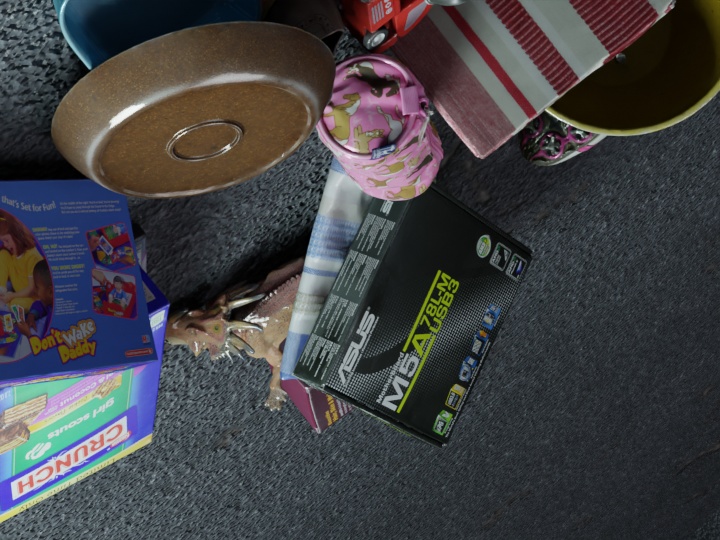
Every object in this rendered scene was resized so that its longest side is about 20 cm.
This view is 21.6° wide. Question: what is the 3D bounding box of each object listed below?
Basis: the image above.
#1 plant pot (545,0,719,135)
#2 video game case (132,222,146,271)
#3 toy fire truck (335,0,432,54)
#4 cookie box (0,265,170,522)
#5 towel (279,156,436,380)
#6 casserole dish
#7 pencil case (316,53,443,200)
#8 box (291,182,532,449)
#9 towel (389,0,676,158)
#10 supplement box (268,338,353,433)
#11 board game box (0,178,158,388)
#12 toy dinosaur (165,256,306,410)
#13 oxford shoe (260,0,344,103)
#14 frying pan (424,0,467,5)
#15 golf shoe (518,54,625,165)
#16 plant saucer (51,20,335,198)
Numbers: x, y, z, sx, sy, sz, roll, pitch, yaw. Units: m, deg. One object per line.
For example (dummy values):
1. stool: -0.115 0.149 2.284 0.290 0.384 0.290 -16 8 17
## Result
1. plant pot: 0.206 -0.203 1.520 0.200 0.200 0.142 -40 176 3
2. video game case: -0.234 0.054 1.506 0.142 0.019 0.201 -29 154 -23
3. toy fire truck: 0.040 -0.249 1.334 0.141 0.049 0.200 -37 158 -11
4. cookie box: -0.240 0.092 1.447 0.170 0.075 0.201 -28 155 -27
5. towel: 0.000 0.000 1.630 0.146 0.024 0.202 8 99 -55
6. casserole dish: -0.134 -0.176 1.220 0.121 0.039 0.200 -39 157 -2
7. pencil case: 0.016 -0.108 1.468 0.083 0.087 0.200 -45 170 -1
8. box: 0.049 0.035 1.645 0.193 0.047 0.202 32 82 -51
9. towel: 0.124 -0.199 1.437 0.199 0.145 0.023 -38 176 -4
10. supplement box: 0.010 0.046 1.767 0.199 0.086 0.111 -35 156 -11
11. board game box: -0.232 0.009 1.279 0.044 0.136 0.199 -15 173 37
12. toy dinosaur: -0.071 0.028 1.628 0.200 0.086 0.136 -42 150 -9
13. oxford shoe: -0.065 -0.125 1.368 0.071 0.073 0.201 -22 151 -35
14. frying pan: 0.106 -0.249 1.390 0.190 0.031 0.115 -36 162 -52
15. golf shoe: 0.231 -0.166 1.736 0.200 0.073 0.092 -44 158 9
16. plant saucer: -0.108 -0.100 1.276 0.198 0.035 0.201 -16 158 -6
